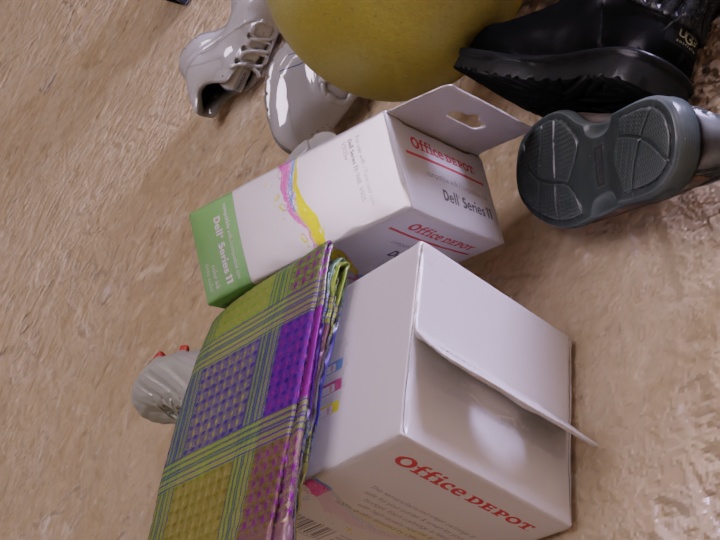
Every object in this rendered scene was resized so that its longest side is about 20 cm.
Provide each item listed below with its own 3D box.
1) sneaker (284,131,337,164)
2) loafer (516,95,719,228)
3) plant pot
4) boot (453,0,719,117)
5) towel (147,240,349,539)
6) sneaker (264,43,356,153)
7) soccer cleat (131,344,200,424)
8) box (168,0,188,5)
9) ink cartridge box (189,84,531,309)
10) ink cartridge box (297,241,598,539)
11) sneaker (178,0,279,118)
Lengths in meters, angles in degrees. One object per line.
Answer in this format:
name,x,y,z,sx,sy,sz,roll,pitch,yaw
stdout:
sneaker,0.000,0.000,0.916,0.076,0.080,0.201,-15,69,28
loafer,0.156,-0.061,0.744,0.200,0.063,0.072,-178,88,-73
plant pot,0.046,-0.228,0.887,0.142,0.200,0.201,-5,59,66
boot,0.161,-0.176,0.809,0.211,0.079,0.158,16,80,55
towel,-0.066,0.092,0.715,0.143,0.023,0.200,-31,39,43
sneaker,-0.014,-0.190,1.092,0.087,0.074,0.200,16,78,55
soccer cleat,-0.124,0.099,1.020,0.200,0.069,0.078,-25,47,42
box,-0.272,-0.473,1.632,0.182,0.200,0.104,-58,28,1
ink cartridge box,0.007,-0.034,0.797,0.200,0.117,0.068,-25,68,29
ink cartridge box,0.026,0.089,0.729,0.200,0.128,0.126,-31,39,40
sneaker,-0.116,-0.233,1.320,0.200,0.074,0.087,-44,44,39
